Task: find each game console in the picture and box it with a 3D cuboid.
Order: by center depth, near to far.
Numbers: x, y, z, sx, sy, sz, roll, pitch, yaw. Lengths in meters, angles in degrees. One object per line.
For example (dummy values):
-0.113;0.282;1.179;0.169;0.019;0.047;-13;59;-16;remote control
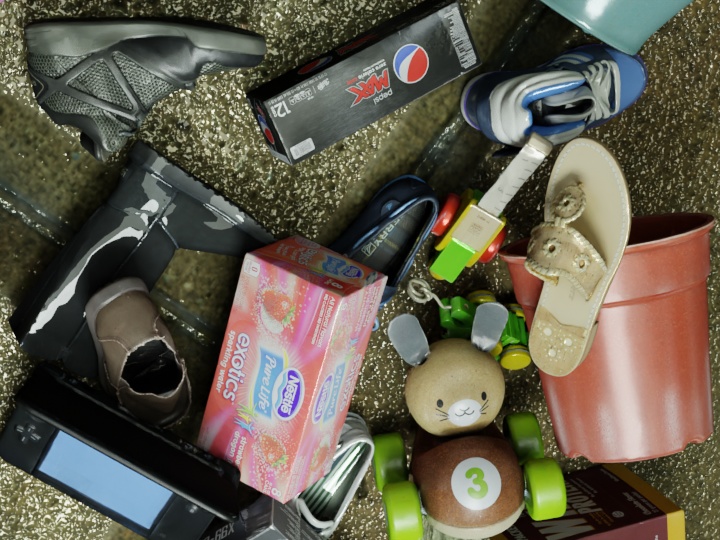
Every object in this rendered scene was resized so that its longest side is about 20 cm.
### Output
-0.209;0.175;1.082;0.199;0.117;0.176;31;124;-8;game console

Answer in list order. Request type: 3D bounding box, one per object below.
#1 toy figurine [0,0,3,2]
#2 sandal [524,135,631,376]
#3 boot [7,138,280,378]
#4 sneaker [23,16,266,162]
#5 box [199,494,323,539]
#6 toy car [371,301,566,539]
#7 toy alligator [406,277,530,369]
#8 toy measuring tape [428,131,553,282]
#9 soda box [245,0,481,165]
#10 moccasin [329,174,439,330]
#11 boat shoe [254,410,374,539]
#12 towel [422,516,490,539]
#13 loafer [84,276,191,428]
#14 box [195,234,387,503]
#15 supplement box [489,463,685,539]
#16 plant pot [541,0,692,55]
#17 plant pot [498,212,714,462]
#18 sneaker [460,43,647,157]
-0.322;-0.258;0.994;0.182;0.151;0.202;5;124;-30;toy figurine
0.168;0.001;1.073;0.069;0.077;0.214;-32;135;-51;sandal
-0.185;0.011;1.132;0.164;0.066;0.201;33;92;-27;boot
-0.176;-0.155;1.090;0.197;0.076;0.116;-6;107;-15;sneaker
-0.081;0.317;1.219;0.157;0.050;0.200;-32;118;16;box
0.090;0.125;1.184;0.162;0.158;0.202;-9;116;-4;toy car
0.105;0.054;1.247;0.199;0.060;0.054;22;139;-34;toy alligator
0.117;-0.065;1.189;0.073;0.074;0.201;15;133;-22;toy measuring tape
0.003;-0.169;1.149;0.198;0.071;0.064;-29;110;-11;soda box
0.000;0.000;1.193;0.080;0.068;0.201;28;93;-23;moccasin
-0.055;0.226;1.231;0.073;0.067;0.202;25;96;-23;boat shoe
0.087;0.313;1.264;0.036;0.148;0.203;-6;109;-16;towel
-0.185;0.089;1.106;0.073;0.071;0.201;-29;148;-11;loafer
-0.061;0.085;1.141;0.102;0.094;0.202;24;110;19;box
0.210;0.327;1.316;0.198;0.133;0.200;-11;107;-17;supplement box
0.238;-0.303;1.144;0.198;0.201;0.189;24;110;-23;plant pot
0.240;0.062;1.206;0.198;0.201;0.198;-12;98;-16;plant pot
0.200;-0.154;1.182;0.198;0.146;0.082;-11;107;-16;sneaker
